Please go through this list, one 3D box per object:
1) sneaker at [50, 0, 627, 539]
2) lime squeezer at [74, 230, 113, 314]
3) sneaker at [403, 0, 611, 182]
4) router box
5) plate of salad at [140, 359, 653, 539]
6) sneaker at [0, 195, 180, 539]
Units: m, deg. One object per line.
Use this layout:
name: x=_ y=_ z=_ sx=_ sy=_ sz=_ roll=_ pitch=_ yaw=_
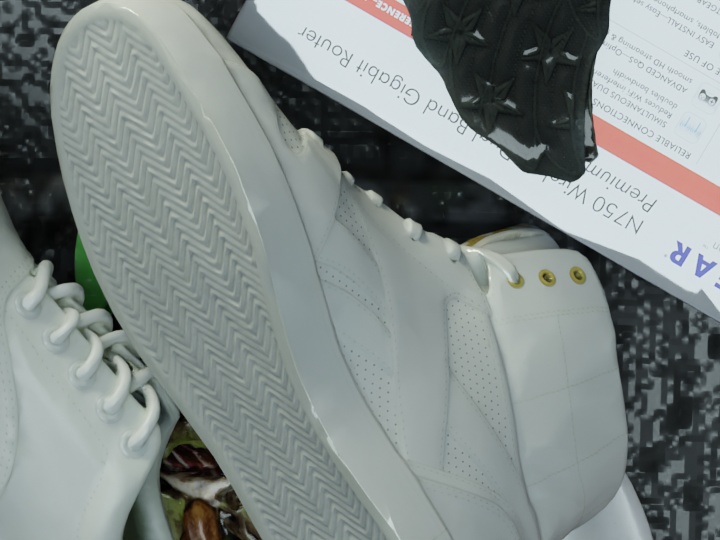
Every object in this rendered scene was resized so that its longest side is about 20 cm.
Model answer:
sneaker: x=0.000 y=0.000 z=0.811 sx=0.074 sy=0.116 sz=0.200 roll=-16 pitch=104 yaw=48
lime squeezer: x=-0.104 y=0.000 z=0.862 sx=0.071 sy=0.038 sz=0.200 roll=36 pitch=100 yaw=-6
sneaker: x=0.049 y=-0.132 z=0.778 sx=0.104 sy=0.060 sz=0.200 roll=21 pitch=104 yaw=1
router box: x=0.091 y=-0.096 z=0.835 sx=0.200 sy=0.049 sz=0.180 roll=30 pitch=99 yaw=-3
plate of salad: x=-0.009 y=0.109 z=0.871 sx=0.200 sy=0.048 sz=0.200 roll=0 pitch=99 yaw=2
sneaker: x=-0.087 y=0.034 z=0.814 sx=0.071 sy=0.073 sz=0.200 roll=-9 pitch=116 yaw=14
